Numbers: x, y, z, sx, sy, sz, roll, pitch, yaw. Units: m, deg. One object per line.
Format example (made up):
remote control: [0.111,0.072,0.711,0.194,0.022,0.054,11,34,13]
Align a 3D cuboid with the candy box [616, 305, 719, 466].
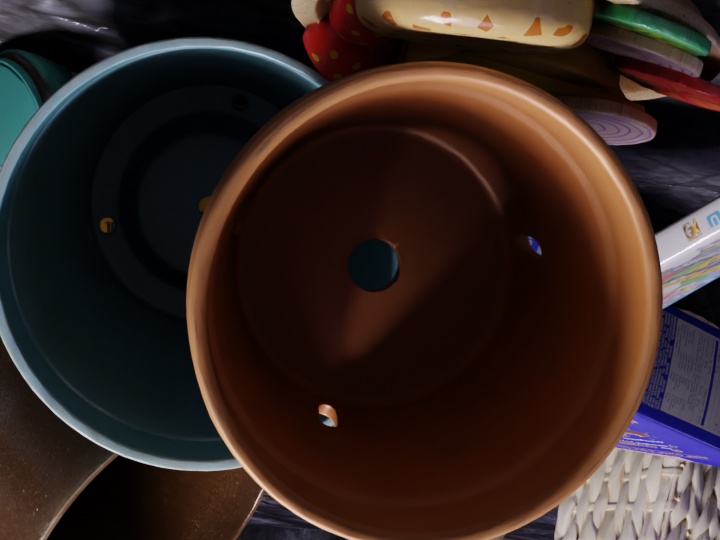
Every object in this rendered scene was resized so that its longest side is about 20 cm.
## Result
candy box: [0.136,0.057,1.567,0.168,0.078,0.199,7,167,42]

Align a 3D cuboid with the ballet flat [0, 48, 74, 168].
ballet flat: [-0.182,-0.082,1.401,0.070,0.068,0.200,-4,180,-31]

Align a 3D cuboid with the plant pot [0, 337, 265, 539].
plant pot: [-0.180,0.083,1.493,0.200,0.187,0.187,43,-173,27]

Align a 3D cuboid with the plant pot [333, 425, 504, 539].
plant pot: [0.056,0.107,1.824,0.186,0.202,0.187,8,170,1]

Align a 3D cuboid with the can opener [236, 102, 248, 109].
can opener: [-0.004,-0.052,1.470,0.066,0.053,0.199,-38,148,25]

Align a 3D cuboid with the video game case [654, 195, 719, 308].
video game case: [0.164,-0.008,1.285,0.200,0.018,0.143,-32,167,38]

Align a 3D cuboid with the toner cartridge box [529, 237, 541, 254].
toner cartridge box: [0.094,-0.028,1.359,0.043,0.096,0.200,8,169,1]

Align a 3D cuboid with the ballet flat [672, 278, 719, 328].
ballet flat: [0.154,0.009,1.610,0.198,0.057,0.066,4,171,23]

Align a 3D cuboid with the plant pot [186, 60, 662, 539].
plant pot: [0.017,0.005,1.127,0.198,0.202,0.140,10,-173,-12]

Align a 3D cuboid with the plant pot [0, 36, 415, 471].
plant pot: [-0.078,-0.022,1.286,0.198,0.202,0.188,9,-171,-5]

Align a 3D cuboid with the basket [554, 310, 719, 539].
basket: [0.225,0.112,1.736,0.123,0.202,0.135,20,165,-30]

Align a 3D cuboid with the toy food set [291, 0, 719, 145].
toy food set: [0.067,-0.097,1.139,0.197,0.049,0.200,14,168,-26]

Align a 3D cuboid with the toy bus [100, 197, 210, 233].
toy bus: [-0.121,-0.026,1.485,0.065,0.079,0.199,-1,-178,38]
